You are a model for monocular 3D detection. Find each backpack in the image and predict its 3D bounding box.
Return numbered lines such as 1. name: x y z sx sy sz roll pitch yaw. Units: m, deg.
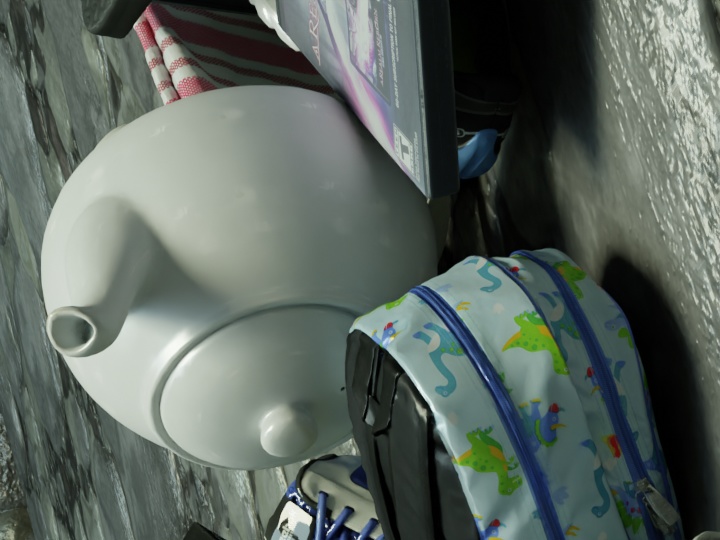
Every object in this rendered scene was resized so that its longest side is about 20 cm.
1. backpack: 0.065 0.088 1.268 0.200 0.154 0.163 55 180 -32

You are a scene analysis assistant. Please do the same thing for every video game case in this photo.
1. video game case: -0.004 -0.137 1.295 0.200 0.019 0.143 -129 30 -56

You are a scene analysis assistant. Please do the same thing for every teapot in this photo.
1. teapot: -0.044 0.024 1.340 0.198 0.200 0.146 86 167 -50

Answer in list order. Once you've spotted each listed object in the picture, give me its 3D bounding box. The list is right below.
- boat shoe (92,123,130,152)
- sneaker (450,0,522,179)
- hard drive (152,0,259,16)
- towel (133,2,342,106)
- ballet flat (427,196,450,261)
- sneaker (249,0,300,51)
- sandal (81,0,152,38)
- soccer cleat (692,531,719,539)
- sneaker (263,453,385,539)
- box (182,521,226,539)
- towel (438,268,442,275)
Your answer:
1. boat shoe: -0.063 0.003 1.516 0.060 0.074 0.200 24 155 52
2. sneaker: 0.032 -0.139 1.353 0.083 0.071 0.200 -54 47 47
3. hard drive: -0.083 -0.228 1.558 0.033 0.139 0.200 -39 61 40
4. towel: -0.060 -0.133 1.554 0.030 0.146 0.200 -48 50 34
5. ballet flat: 0.000 0.000 1.462 0.072 0.068 0.200 35 108 26
6. sneaker: -0.025 -0.189 1.485 0.200 0.075 0.082 63 144 19
7. sandal: -0.083 -0.176 1.414 0.200 0.048 0.075 139 133 -59
8. soccer cleat: 0.134 0.155 1.169 0.200 0.070 0.087 139 132 -57
9. sneaker: 0.014 0.155 1.510 0.199 0.115 0.081 -126 46 -55
10. box: 0.002 0.214 1.540 0.048 0.193 0.200 -60 17 -2
11. towel: 0.005 0.010 1.591 0.200 0.048 0.112 -131 31 -63
